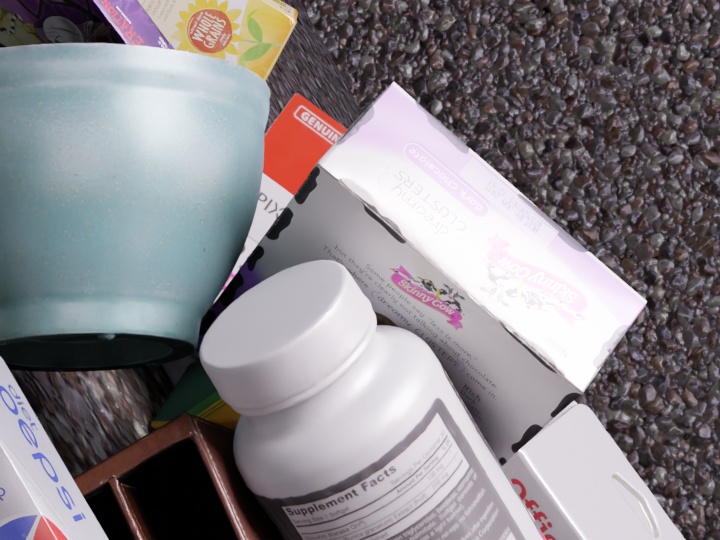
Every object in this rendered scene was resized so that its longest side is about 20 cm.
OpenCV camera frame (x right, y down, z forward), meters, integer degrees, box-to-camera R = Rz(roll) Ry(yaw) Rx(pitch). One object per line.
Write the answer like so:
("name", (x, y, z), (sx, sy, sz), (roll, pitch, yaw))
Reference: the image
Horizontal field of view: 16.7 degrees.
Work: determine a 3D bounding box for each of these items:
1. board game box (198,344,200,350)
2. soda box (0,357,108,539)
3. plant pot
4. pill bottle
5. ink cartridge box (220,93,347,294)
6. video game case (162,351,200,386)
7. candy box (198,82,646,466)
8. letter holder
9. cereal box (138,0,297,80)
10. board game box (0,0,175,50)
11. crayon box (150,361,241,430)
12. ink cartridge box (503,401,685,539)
("board game box", (-0.102, -0.006, 1.603), (0.152, 0.037, 0.200), (55, -18, -17))
("soda box", (-0.136, 0.137, 1.029), (0.201, 0.063, 0.068), (59, 8, 5))
("plant pot", (-0.143, -0.022, 1.238), (0.200, 0.199, 0.135), (35, 52, -71))
("pill bottle", (0.007, 0.098, 1.180), (0.201, 0.110, 0.111), (59, 7, -23))
("ink cartridge box", (0.000, 0.000, 1.481), (0.199, 0.174, 0.044), (36, -28, -1))
("video game case", (-0.056, 0.143, 1.671), (0.183, 0.023, 0.200), (61, 9, 13))
("candy box", (0.024, 0.025, 1.245), (0.168, 0.072, 0.200), (41, -34, 0))
("letter holder", (-0.066, 0.168, 1.228), (0.143, 0.100, 0.200), (63, 8, 17))
("cereal box", (-0.154, -0.131, 1.385), (0.199, 0.144, 0.040), (30, 13, -7))
("board game box", (-0.196, -0.129, 1.287), (0.120, 0.199, 0.032), (56, 50, -16))
("crayon box", (-0.028, 0.105, 1.422), (0.126, 0.052, 0.200), (40, -18, -18))
("ink cartridge box", (0.085, 0.191, 1.444), (0.146, 0.200, 0.083), (53, 34, 4))
